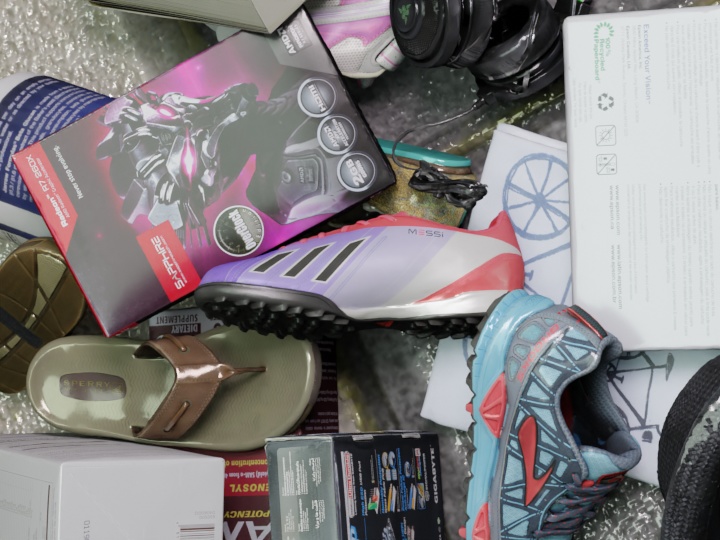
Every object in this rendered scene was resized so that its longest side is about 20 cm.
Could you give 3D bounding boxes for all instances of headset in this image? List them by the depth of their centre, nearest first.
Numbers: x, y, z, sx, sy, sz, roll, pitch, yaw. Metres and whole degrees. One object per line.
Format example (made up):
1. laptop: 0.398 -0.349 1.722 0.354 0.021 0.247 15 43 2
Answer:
1. headset: 0.078 -0.137 1.281 0.094 0.123 0.201 27 96 55

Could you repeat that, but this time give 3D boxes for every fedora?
1. fedora: 0.225 0.117 1.213 0.201 0.200 0.092 -63 32 8

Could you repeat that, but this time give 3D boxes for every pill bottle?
1. pill bottle: -0.192 -0.065 1.409 0.199 0.111 0.111 19 94 23

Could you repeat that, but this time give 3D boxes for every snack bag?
1. snack bag: 0.148 0.024 1.304 0.199 0.021 0.189 15 94 21

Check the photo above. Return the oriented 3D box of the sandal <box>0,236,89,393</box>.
1. sandal: -0.221 0.024 1.422 0.080 0.054 0.200 43 140 -9

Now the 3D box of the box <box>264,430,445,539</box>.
1. box: 0.004 0.195 1.280 0.046 0.159 0.201 -6 85 24

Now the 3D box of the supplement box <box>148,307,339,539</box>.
1. supplement box: -0.072 0.122 1.372 0.108 0.061 0.201 -5 85 23

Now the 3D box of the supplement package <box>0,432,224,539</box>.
1. supplement package: -0.179 0.161 1.339 0.200 0.109 0.114 4 92 58

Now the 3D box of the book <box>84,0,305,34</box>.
1. book: -0.079 -0.210 1.333 0.134 0.048 0.200 -44 35 -23

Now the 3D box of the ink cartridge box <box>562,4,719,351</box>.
1. ink cartridge box: 0.218 -0.053 1.246 0.199 0.043 0.197 -2 88 19

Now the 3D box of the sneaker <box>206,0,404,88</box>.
1. sneaker: 0.007 -0.164 1.347 0.199 0.081 0.088 -23 101 9

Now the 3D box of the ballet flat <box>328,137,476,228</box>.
1. ballet flat: -0.023 -0.064 1.362 0.199 0.071 0.071 20 95 22

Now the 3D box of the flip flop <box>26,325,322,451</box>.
1. flip flop: -0.119 0.069 1.329 0.199 0.058 0.081 1 87 19

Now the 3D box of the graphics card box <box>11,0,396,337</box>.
1. graphics card box: -0.092 -0.060 1.295 0.199 0.051 0.126 -27 91 2

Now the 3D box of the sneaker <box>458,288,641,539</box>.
1. sneaker: 0.112 0.115 1.249 0.095 0.079 0.201 13 119 34

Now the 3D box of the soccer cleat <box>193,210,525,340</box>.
1. soccer cleat: 0.000 0.000 1.282 0.199 0.068 0.073 1 75 -12
